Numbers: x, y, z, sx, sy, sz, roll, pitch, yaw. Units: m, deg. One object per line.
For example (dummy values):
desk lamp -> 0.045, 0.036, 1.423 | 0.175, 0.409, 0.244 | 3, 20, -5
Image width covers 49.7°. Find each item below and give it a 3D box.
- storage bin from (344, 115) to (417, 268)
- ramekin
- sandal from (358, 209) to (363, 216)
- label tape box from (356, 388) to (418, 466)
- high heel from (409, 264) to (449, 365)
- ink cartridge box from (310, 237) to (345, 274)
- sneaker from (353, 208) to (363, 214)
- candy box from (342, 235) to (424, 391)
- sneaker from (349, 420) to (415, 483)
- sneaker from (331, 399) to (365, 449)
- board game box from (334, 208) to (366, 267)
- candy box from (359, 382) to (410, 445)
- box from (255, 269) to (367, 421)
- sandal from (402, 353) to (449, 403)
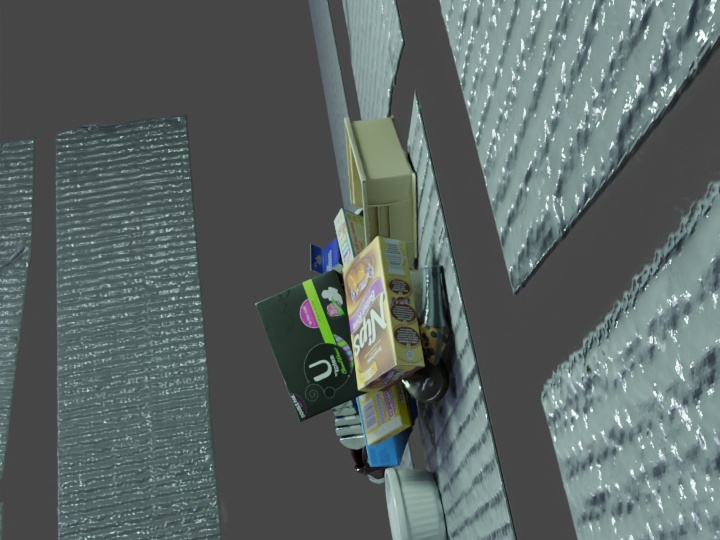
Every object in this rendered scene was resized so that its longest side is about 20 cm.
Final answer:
storage bin -> 0.035, -0.134, 1.365 | 0.202, 0.091, 0.202 | -105, 8, -50
ramekin -> 0.108, 0.485, 1.521 | 0.202, 0.091, 0.209 | 171, 90, -85
sandal -> 0.019, -0.041, 1.560 | 0.055, 0.080, 0.205 | 131, 147, -54
label tape box -> 0.055, 0.265, 1.510 | 0.200, 0.062, 0.148 | -51, -48, -68
high heel -> 0.085, 0.071, 1.213 | 0.200, 0.069, 0.147 | 163, 105, -76
ink cartridge box -> 0.000, 0.000, 1.444 | 0.040, 0.196, 0.100 | -58, 20, 25
sneaker -> 0.036, -0.065, 1.676 | 0.116, 0.074, 0.205 | 107, 147, -63
candy box -> 0.032, 0.067, 1.173 | 0.116, 0.055, 0.205 | -41, 52, 50
sneaker -> 0.042, 0.329, 1.592 | 0.075, 0.115, 0.205 | 10, 76, 45
sneaker -> -0.021, 0.230, 1.511 | 0.116, 0.078, 0.205 | -61, -38, -66
board game box -> 0.028, -0.022, 1.424 | 0.035, 0.132, 0.202 | -55, 29, 30
candy box -> 0.031, 0.192, 1.367 | 0.102, 0.026, 0.205 | -37, 54, 41
box -> -0.064, 0.121, 1.289 | 0.124, 0.145, 0.204 | 34, -147, -84
sandal -> 0.062, 0.130, 1.219 | 0.201, 0.054, 0.083 | 52, 126, 32
